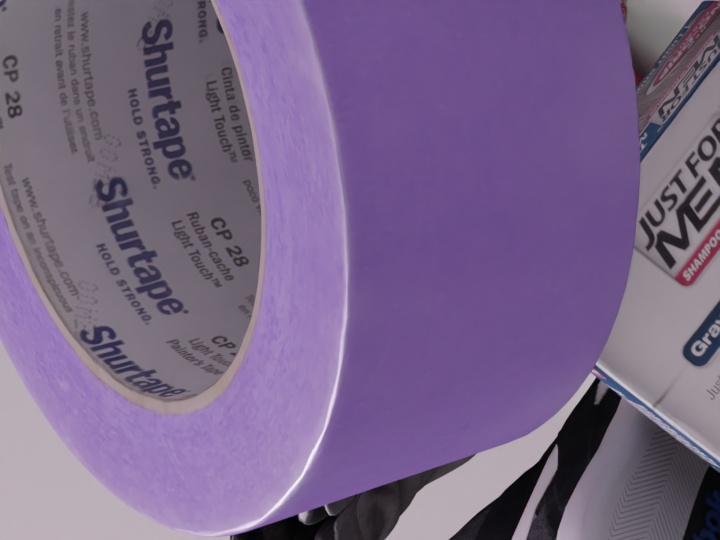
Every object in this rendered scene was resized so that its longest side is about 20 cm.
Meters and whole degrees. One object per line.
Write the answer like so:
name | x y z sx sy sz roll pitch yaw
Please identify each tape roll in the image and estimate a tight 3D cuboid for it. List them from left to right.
tape roll | -0.027 -0.042 0.697 0.085 0.200 0.200 -15 -149 -32

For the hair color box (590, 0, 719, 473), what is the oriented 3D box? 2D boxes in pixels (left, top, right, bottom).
hair color box | 0.143 0.028 0.740 0.200 0.100 0.061 38 179 -11

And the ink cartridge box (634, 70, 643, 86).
ink cartridge box | -0.006 -0.061 0.945 0.200 0.067 0.117 37 141 10

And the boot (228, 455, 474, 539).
boot | 0.000 0.000 0.834 0.070 0.132 0.200 10 129 35

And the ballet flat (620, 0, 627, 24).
ballet flat | -0.013 -0.109 0.776 0.200 0.076 0.064 30 154 35

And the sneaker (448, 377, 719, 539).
sneaker | 0.077 0.055 0.829 0.073 0.200 0.112 45 135 -7
